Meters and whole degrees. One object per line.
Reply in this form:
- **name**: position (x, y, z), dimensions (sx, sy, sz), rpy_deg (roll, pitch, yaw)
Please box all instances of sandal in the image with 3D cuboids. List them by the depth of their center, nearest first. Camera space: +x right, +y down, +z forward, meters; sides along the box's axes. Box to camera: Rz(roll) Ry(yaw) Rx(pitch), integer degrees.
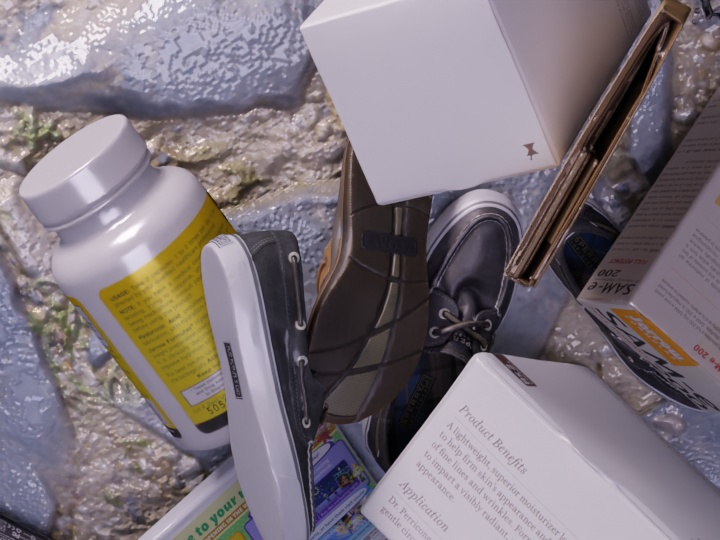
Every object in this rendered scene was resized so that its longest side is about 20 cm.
- **sandal**: position (0.000, 0.000, 1.296), dimensions (0.081, 0.055, 0.201), rpy_deg (10, 78, -25)

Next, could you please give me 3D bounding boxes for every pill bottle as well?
- **pill bottle**: position (-0.124, 0.006, 1.275), dimensions (0.111, 0.111, 0.200), rpy_deg (-33, 112, 6)

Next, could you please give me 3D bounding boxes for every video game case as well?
- **video game case**: position (-0.059, 0.214, 1.370), dimensions (0.200, 0.022, 0.183), rpy_deg (-41, 113, -18)

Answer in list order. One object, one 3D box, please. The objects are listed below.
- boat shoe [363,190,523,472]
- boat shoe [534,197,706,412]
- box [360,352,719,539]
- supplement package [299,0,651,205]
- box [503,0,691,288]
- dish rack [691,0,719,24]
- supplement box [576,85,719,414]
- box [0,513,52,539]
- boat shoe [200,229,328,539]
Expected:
- **boat shoe**: position (0.055, 0.047, 1.329), dimensions (0.070, 0.066, 0.201), rpy_deg (22, 107, -15)
- **boat shoe**: position (0.191, 0.030, 1.347), dimensions (0.070, 0.066, 0.200), rpy_deg (-37, 111, 8)
- **box**: position (0.141, 0.167, 1.284), dimensions (0.199, 0.200, 0.131), rpy_deg (44, 105, 24)
- **supplement package**: position (0.072, -0.146, 1.178), dimensions (0.121, 0.200, 0.120), rpy_deg (-11, 116, 30)
- **box**: position (0.139, -0.079, 1.154), dimensions (0.021, 0.200, 0.164), rpy_deg (30, 103, 5)
- **dish rack**: position (0.197, -0.219, 1.174), dimensions (0.054, 0.200, 0.154), rpy_deg (-19, 97, 13)
- **supplement box**: position (0.248, -0.022, 1.295), dimensions (0.126, 0.073, 0.200), rpy_deg (40, 77, -19)
- **box**: position (-0.228, 0.239, 1.324), dimensions (0.199, 0.162, 0.049), rpy_deg (30, 120, -18)
- **boat shoe**: position (-0.048, 0.073, 1.223), dimensions (0.056, 0.069, 0.201), rpy_deg (-15, 102, -22)
